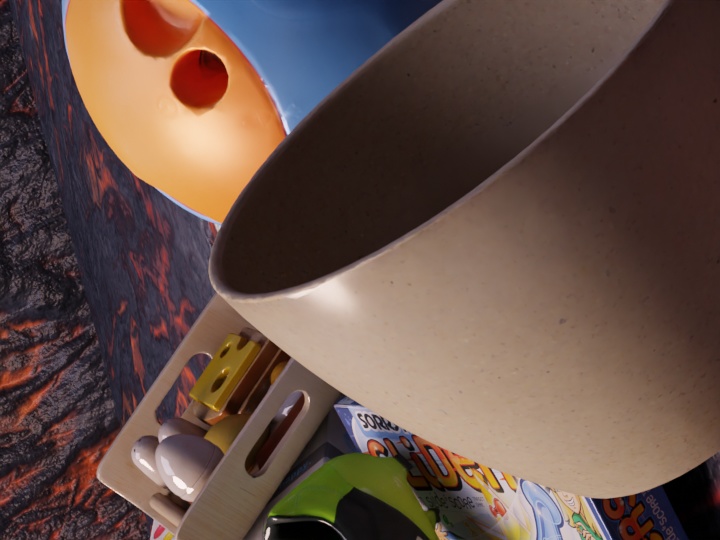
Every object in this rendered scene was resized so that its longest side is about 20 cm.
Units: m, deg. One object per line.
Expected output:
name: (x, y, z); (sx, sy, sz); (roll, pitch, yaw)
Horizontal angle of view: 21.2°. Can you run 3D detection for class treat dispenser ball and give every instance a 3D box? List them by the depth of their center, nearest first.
treat dispenser ball: (-0.032, -0.115, 0.857); (0.201, 0.200, 0.202); (165, 90, -76)

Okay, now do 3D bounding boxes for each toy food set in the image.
toy food set: (-0.077, 0.071, 1.029); (0.060, 0.144, 0.200); (36, 172, -19)

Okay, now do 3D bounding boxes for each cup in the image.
cup: (0.069, -0.008, 0.657); (0.143, 0.200, 0.200); (51, 174, -19)

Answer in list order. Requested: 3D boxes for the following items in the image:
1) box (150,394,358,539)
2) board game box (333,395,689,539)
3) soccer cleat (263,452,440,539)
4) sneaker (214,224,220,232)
box: (-0.054, 0.127, 1.037); (0.041, 0.156, 0.200); (39, -157, -17)
board game box: (0.074, 0.112, 0.874); (0.136, 0.034, 0.200); (62, 156, -11)
soccer cleat: (0.034, 0.171, 0.868); (0.200, 0.081, 0.068); (49, 145, 19)
sneaker: (-0.049, -0.043, 1.233); (0.200, 0.086, 0.074); (106, 145, -64)
